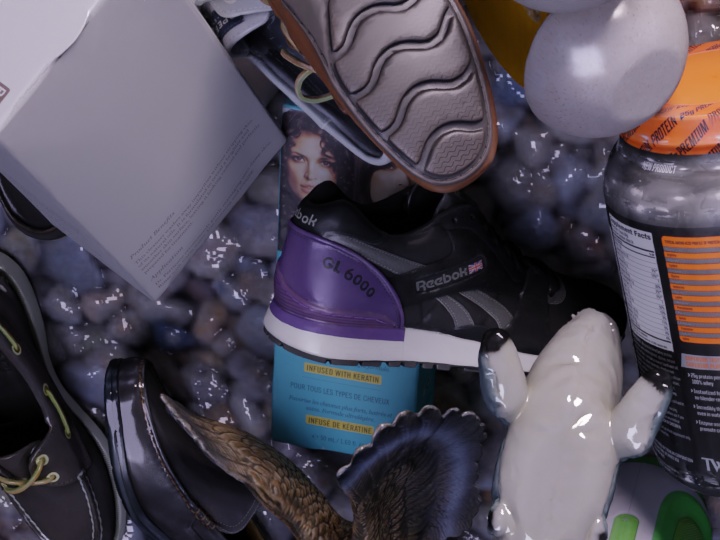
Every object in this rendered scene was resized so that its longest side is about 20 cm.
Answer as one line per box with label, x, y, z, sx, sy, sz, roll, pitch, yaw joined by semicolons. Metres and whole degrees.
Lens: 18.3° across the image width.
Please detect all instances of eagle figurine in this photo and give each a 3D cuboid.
eagle figurine;-0.009;0.138;1.172;0.151;0.151;0.201;-19;114;-18

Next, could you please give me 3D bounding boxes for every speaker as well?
speaker;0.130;0.177;1.140;0.088;0.200;0.089;7;118;12

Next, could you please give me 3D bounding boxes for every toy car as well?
toy car;0.094;-0.174;0.998;0.150;0.175;0.200;-35;142;-10

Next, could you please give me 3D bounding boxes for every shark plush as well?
shark plush;0.098;0.116;1.060;0.090;0.083;0.201;2;82;4

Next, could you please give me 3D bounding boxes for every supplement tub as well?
supplement tub;0.185;-0.001;1.078;0.122;0.123;0.201;-5;115;18

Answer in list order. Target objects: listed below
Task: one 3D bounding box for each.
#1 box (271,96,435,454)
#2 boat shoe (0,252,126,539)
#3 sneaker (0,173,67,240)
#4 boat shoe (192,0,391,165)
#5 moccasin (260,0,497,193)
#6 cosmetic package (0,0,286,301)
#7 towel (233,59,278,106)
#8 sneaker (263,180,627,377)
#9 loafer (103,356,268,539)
box;0.000;0.000;1.173;0.082;0.049;0.201;9;119;11
boat shoe;-0.195;0.089;1.268;0.071;0.061;0.202;-14;112;22
sneaker;-0.172;-0.095;1.109;0.074;0.106;0.201;15;117;17
boat shoe;-0.045;-0.127;1.070;0.200;0.069;0.072;44;145;-1
moccasin;-0.008;-0.117;1.002;0.074;0.078;0.202;-39;75;-8
cosmetic package;-0.122;-0.080;1.041;0.081;0.200;0.113;35;80;27
towel;-0.108;-0.126;1.156;0.144;0.023;0.200;38;120;-6
sneaker;0.054;0.000;1.104;0.199;0.076;0.088;2;110;-29
loafer;-0.087;0.128;1.259;0.072;0.073;0.201;-14;122;13
